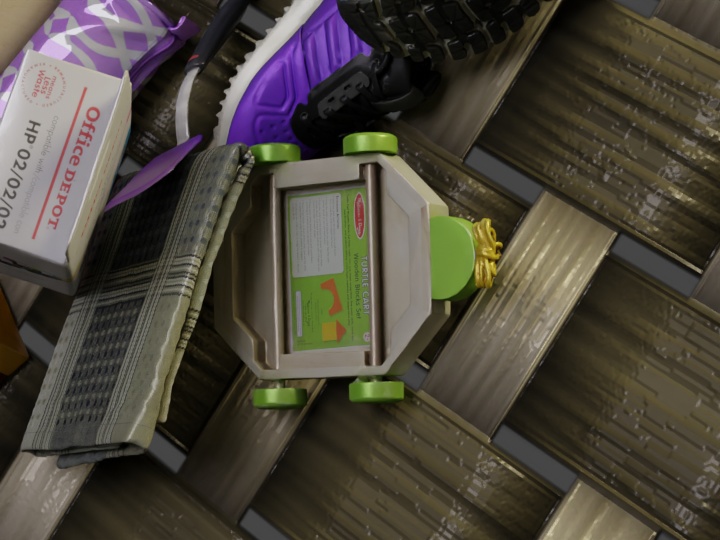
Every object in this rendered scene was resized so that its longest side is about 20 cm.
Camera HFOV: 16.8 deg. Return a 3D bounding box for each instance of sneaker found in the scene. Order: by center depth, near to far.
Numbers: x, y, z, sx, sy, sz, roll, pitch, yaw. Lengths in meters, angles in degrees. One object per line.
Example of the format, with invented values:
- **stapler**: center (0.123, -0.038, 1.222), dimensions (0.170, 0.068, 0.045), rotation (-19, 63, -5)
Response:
- **sneaker**: center (0.078, -0.191, 1.417), dimensions (0.199, 0.079, 0.090), rotation (-23, 56, 1)
- **sneaker**: center (-0.008, -0.116, 1.470), dimensions (0.099, 0.069, 0.201), rotation (37, 97, 32)

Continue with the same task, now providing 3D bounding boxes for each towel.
- **towel**: center (-0.134, 0.025, 1.480), dimensions (0.192, 0.034, 0.201), rotation (-10, 58, 61)

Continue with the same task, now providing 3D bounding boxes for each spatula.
- **spatula**: center (-0.106, -0.111, 1.525), dimensions (0.056, 0.021, 0.201), rotation (-23, 35, 42)

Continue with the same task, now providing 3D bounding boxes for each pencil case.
- **pencil case**: center (-0.198, -0.106, 1.594), dimensions (0.085, 0.084, 0.201), rotation (40, 96, 36)

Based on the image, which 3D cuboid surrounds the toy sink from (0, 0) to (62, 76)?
- **toy sink**: center (-0.295, -0.186, 1.672), dimensions (0.199, 0.130, 0.113), rotation (32, 91, 40)

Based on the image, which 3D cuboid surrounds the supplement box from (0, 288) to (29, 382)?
- **supplement box**: center (-0.365, 0.041, 1.580), dimensions (0.200, 0.197, 0.133), rotation (-40, 52, 15)

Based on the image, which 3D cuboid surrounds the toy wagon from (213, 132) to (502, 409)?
- **toy wagon**: center (0.000, 0.000, 1.414), dimensions (0.199, 0.039, 0.157), rotation (-5, 84, 32)

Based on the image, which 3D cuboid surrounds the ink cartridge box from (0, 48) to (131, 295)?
- **ink cartridge box**: center (-0.185, -0.059, 1.452), dimensions (0.067, 0.200, 0.116), rotation (18, 81, -3)
